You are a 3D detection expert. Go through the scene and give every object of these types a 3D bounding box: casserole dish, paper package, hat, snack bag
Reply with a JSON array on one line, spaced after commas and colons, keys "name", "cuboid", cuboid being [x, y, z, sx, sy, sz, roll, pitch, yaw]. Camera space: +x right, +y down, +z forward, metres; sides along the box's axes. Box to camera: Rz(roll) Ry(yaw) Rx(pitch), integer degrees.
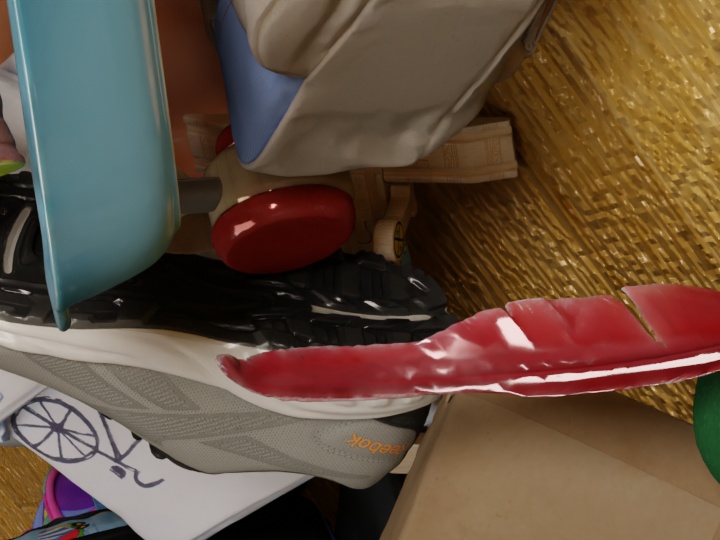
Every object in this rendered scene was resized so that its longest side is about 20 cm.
[{"name": "casserole dish", "cuboid": [-0.078, -0.084, 0.665, 0.121, 0.039, 0.201, -126, 28, -73]}, {"name": "paper package", "cuboid": [0.096, 0.125, 0.784, 0.199, 0.104, 0.191, 23, 161, 3]}, {"name": "hat", "cuboid": [0.113, 0.052, 0.656, 0.199, 0.176, 0.166, 17, 141, 46]}, {"name": "snack bag", "cuboid": [-0.094, 0.025, 0.894, 0.200, 0.021, 0.188, 40, 138, -17]}]

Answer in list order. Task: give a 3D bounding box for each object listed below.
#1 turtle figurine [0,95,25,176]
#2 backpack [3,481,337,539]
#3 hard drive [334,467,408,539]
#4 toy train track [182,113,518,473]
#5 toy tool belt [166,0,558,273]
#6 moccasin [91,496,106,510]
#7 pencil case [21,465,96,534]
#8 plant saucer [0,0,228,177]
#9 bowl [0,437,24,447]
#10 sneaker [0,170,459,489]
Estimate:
[{"name": "turtle figurine", "cuboid": [-0.150, -0.099, 0.738, 0.199, 0.064, 0.162, -12, 93, 48]}, {"name": "backpack", "cuboid": [-0.095, 0.174, 1.019, 0.183, 0.199, 0.135, -131, 33, -71]}, {"name": "hard drive", "cuboid": [0.022, 0.137, 1.004, 0.200, 0.033, 0.140, 97, 160, -58]}, {"name": "toy train track", "cuboid": [0.000, 0.000, 0.854, 0.114, 0.033, 0.201, 1, 130, 18]}, {"name": "toy tool belt", "cuboid": [-0.010, -0.097, 0.732, 0.200, 0.124, 0.124, 125, 135, -57]}, {"name": "moccasin", "cuboid": [-0.056, 0.139, 1.148, 0.200, 0.080, 0.068, 52, -177, -14]}, {"name": "pencil case", "cuboid": [-0.132, 0.138, 1.263, 0.088, 0.088, 0.200, 45, 153, 4]}, {"name": "plant saucer", "cuboid": [-0.097, -0.090, 0.839, 0.199, 0.038, 0.201, 2, 139, 2]}, {"name": "bowl", "cuboid": [-0.170, -0.005, 1.047, 0.201, 0.090, 0.202, 29, 132, 38]}, {"name": "sneaker", "cuboid": [-0.071, 0.027, 0.807, 0.199, 0.074, 0.080, 15, 128, -5]}]
